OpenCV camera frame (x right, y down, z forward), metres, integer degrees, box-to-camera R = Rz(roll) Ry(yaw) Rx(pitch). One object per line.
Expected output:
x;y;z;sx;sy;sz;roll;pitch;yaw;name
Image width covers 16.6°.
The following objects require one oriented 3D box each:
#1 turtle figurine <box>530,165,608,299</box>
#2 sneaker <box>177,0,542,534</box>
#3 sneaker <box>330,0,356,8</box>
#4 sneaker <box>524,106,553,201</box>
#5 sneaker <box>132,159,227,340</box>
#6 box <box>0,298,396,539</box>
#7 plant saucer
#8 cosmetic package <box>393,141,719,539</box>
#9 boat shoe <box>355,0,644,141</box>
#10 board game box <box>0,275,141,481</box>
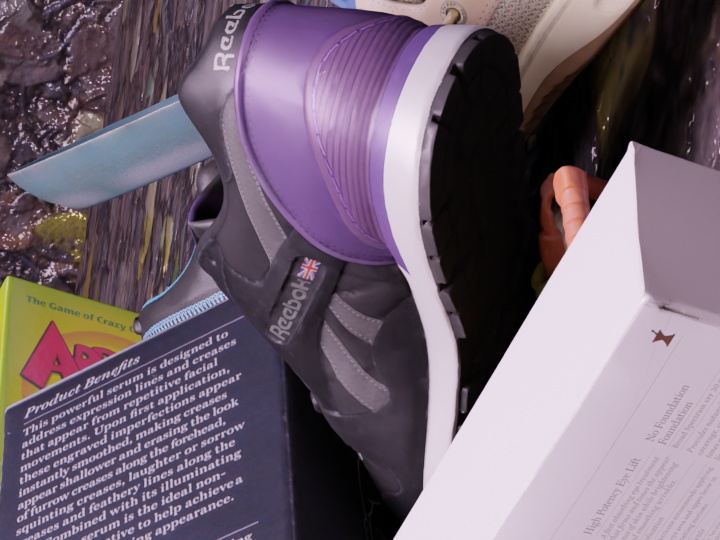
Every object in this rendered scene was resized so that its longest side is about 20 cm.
0.055;0.050;0.641;0.200;0.064;0.162;-60;-9;-78;turtle figurine
0.000;0.000;0.695;0.200;0.087;0.076;83;-150;-46;sneaker
0.023;-0.143;0.924;0.200;0.070;0.078;-106;19;-71;sneaker
0.043;-0.042;0.822;0.082;0.070;0.200;63;153;15;sneaker
-0.043;0.049;0.868;0.082;0.073;0.200;40;122;27;sneaker
-0.029;0.129;0.740;0.149;0.107;0.200;56;-163;-33;box
-0.047;-0.069;1.006;0.027;0.200;0.200;65;171;-5;plant saucer
0.051;0.069;0.521;0.051;0.082;0.200;-90;22;-47;cosmetic package
0.033;-0.071;0.710;0.072;0.065;0.200;-53;3;-42;boat shoe
-0.116;0.102;1.045;0.200;0.101;0.048;-93;28;-43;board game box
